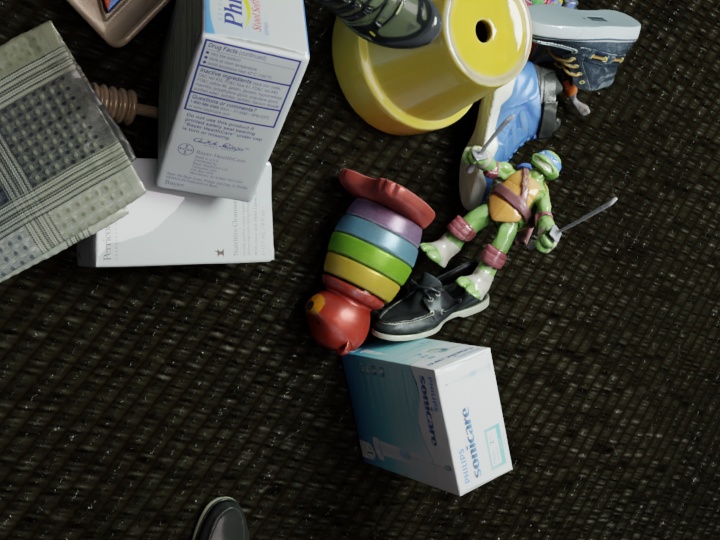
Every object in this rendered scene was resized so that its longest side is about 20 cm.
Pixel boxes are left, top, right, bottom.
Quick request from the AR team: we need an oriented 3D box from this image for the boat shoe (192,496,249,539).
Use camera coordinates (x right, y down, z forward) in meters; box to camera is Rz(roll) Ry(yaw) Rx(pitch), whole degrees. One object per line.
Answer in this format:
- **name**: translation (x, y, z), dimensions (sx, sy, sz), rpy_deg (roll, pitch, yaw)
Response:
- **boat shoe**: translation (-0.155, 0.359, 1.066), dimensions (0.073, 0.063, 0.205), rpy_deg (10, 85, -29)

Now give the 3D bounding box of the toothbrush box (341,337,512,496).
- **toothbrush box**: translation (0.073, 0.162, 1.123), dimensions (0.084, 0.199, 0.149), rpy_deg (-17, 100, -30)

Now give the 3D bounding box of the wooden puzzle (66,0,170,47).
- **wooden puzzle**: translation (-0.249, -0.357, 0.946), dimensions (0.185, 0.046, 0.200), rpy_deg (-45, 105, -1)

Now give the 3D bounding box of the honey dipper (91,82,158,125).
- **honey dipper**: translation (-0.199, -0.168, 1.040), dimensions (0.198, 0.038, 0.039), rpy_deg (5, 89, -36)

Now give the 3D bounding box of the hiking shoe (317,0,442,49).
- **hiking shoe**: translation (-0.007, -0.291, 0.993), dimensions (0.198, 0.101, 0.077), rpy_deg (26, 101, -1)

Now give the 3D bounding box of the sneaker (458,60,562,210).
- **sneaker**: translation (0.199, -0.168, 1.231), dimensions (0.110, 0.077, 0.203), rpy_deg (7, 107, -15)

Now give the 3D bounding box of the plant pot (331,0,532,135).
- **plant pot**: translation (0.094, -0.270, 1.130), dimensions (0.198, 0.188, 0.204), rpy_deg (-1, 92, -31)

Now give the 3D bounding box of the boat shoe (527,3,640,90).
- **boat shoe**: translation (0.263, -0.271, 1.181), dimensions (0.198, 0.071, 0.092), rpy_deg (-7, 129, -35)

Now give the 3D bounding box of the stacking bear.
- **stacking bear**: translation (0.000, 0.000, 1.130), dimensions (0.113, 0.121, 0.202), rpy_deg (29, 85, -39)

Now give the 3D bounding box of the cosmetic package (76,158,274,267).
- **cosmetic package**: translation (-0.197, -0.062, 1.014), dimensions (0.198, 0.081, 0.115), rpy_deg (-5, 95, -33)

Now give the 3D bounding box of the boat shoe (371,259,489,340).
- **boat shoe**: translation (0.091, 0.032, 1.192), dimensions (0.197, 0.074, 0.067), rpy_deg (-16, 117, -36)

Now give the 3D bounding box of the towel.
- **towel**: translation (-0.326, -0.107, 0.909), dimensions (0.198, 0.035, 0.194), rpy_deg (-30, 93, -3)

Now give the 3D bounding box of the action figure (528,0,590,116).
- **action figure**: translation (0.244, -0.277, 1.293), dimensions (0.192, 0.105, 0.201), rpy_deg (16, 119, -34)

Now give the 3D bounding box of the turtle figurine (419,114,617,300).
- **turtle figurine**: translation (0.162, -0.072, 1.124), dimensions (0.143, 0.200, 0.195), rpy_deg (38, 97, -13)

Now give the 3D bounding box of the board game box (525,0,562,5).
- **board game box**: translation (0.215, -0.387, 1.290), dimensions (0.199, 0.039, 0.160), rpy_deg (-29, 106, -28)

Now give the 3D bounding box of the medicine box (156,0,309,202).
- **medicine box**: translation (-0.132, -0.205, 0.937), dimensions (0.101, 0.201, 0.184), rpy_deg (9, 50, -21)
